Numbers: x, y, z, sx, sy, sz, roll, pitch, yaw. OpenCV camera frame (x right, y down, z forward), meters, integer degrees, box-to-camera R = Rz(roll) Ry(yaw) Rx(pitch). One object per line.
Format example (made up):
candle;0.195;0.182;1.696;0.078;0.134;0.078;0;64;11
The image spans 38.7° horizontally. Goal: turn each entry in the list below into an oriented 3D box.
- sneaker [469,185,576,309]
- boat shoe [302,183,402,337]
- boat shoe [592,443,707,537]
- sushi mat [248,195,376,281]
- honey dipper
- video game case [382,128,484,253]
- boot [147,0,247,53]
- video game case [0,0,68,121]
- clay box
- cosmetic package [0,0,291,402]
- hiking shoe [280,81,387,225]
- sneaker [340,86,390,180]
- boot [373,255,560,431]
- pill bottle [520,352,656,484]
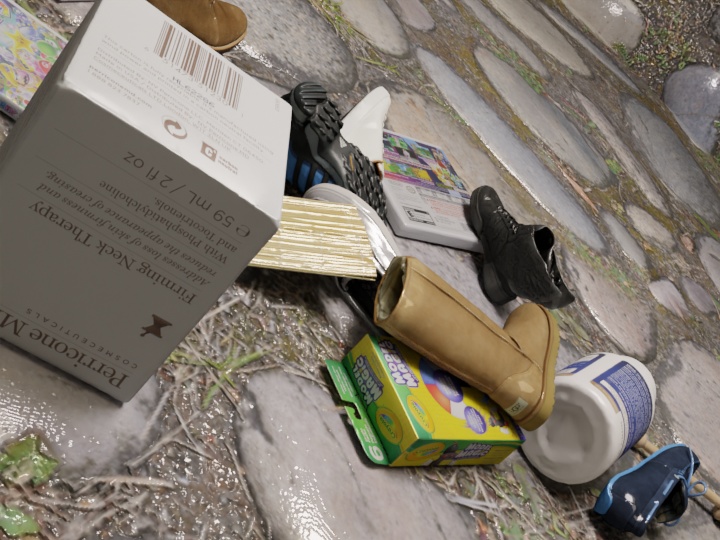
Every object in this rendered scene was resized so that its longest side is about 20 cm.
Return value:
sneaker;0.199;-0.034;1.271;0.060;0.104;0.203;22;51;-40
boat shoe;0.000;0.000;1.037;0.202;0.072;0.068;57;29;3
boat shoe;0.328;0.253;1.133;0.198;0.085;0.068;-16;44;-44
sushi mat;-0.082;-0.037;0.962;0.197;0.012;0.097;7;45;-25
honey dipper;0.411;0.260;1.270;0.199;0.038;0.038;39;29;-9
video game case;0.077;-0.106;1.318;0.198;0.023;0.184;9;45;-47
boot;-0.182;-0.301;1.171;0.074;0.076;0.199;50;27;14
video game case;-0.299;-0.183;0.918;0.199;0.018;0.144;35;30;-18
clay box;0.063;0.124;0.970;0.198;0.048;0.116;11;42;-48
cosmetic package;-0.171;-0.055;0.729;0.166;0.200;0.168;32;30;-22
hiking shoe;-0.039;-0.103;1.104;0.202;0.086;0.074;63;36;-16
sneaker;-0.001;-0.144;1.214;0.085;0.073;0.201;45;42;-9
boot;0.109;0.045;1.016;0.199;0.066;0.176;36;29;-18
pill bottle;0.257;0.153;1.125;0.112;0.111;0.199;53;29;15
